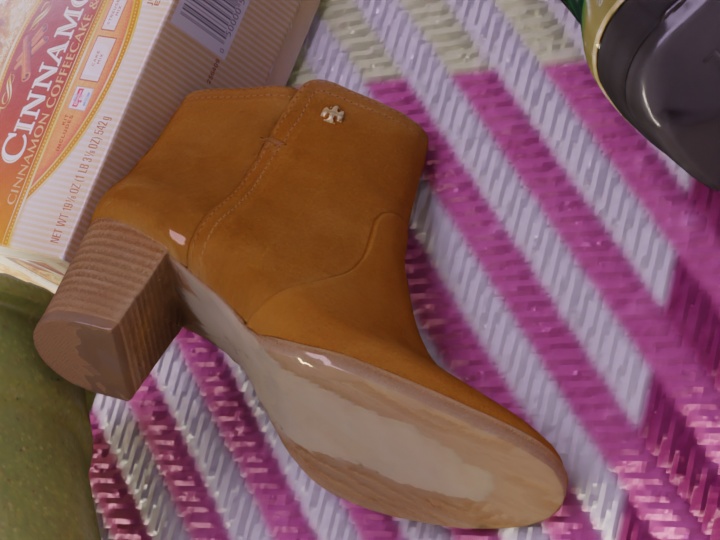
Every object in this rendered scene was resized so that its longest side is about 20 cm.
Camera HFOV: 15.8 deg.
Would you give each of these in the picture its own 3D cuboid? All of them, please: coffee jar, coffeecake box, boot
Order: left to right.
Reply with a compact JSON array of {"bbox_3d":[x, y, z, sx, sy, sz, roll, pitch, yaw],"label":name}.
[{"bbox_3d":[-0.128,-0.075,1.042,0.199,0.073,0.154,12,75,44],"label":"coffeecake box"},{"bbox_3d":[0.000,0.000,0.893,0.200,0.071,0.144,18,49,18],"label":"boot"},{"bbox_3d":[0.099,-0.121,0.863,0.104,0.085,0.200,-40,45,11],"label":"coffee jar"}]

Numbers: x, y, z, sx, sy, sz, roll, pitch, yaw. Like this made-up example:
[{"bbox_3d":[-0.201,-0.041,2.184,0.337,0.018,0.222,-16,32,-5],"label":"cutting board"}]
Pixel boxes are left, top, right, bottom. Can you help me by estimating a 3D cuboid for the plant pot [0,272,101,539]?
[{"bbox_3d":[-0.158,0.132,0.888,0.200,0.200,0.185,-36,59,19],"label":"plant pot"}]
